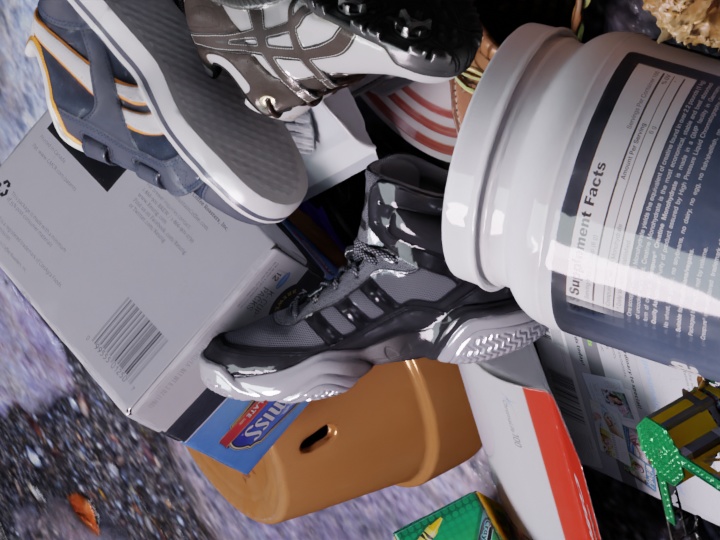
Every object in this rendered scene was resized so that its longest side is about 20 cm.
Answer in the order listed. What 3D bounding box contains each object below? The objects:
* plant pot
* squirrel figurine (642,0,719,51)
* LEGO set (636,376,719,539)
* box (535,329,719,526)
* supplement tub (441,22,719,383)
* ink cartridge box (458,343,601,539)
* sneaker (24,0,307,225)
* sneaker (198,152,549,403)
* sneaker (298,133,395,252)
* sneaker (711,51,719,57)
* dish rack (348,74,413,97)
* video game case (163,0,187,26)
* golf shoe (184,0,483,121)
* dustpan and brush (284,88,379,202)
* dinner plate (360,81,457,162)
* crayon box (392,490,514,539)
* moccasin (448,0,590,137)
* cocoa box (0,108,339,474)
[{"bbox_3d":[-0.035,0.066,1.826,0.200,0.140,0.201,43,150,32],"label":"plant pot"},{"bbox_3d":[0.147,-0.193,1.245,0.186,0.142,0.200,18,148,41],"label":"squirrel figurine"},{"bbox_3d":[0.231,0.133,1.437,0.154,0.116,0.201,23,137,59],"label":"LEGO set"},{"bbox_3d":[0.169,0.059,1.554,0.200,0.041,0.156,23,138,53],"label":"box"},{"bbox_3d":[0.151,-0.026,1.304,0.199,0.141,0.141,18,139,20],"label":"supplement tub"},{"bbox_3d":[0.098,0.115,1.634,0.200,0.057,0.163,-100,-6,-56],"label":"ink cartridge box"},{"bbox_3d":[-0.106,-0.083,1.546,0.200,0.078,0.080,51,122,26],"label":"sneaker"},{"bbox_3d":[0.000,0.000,1.571,0.076,0.199,0.114,-74,-29,-72],"label":"sneaker"},{"bbox_3d":[-0.015,-0.064,1.700,0.200,0.070,0.100,43,170,13],"label":"sneaker"},{"bbox_3d":[0.140,-0.060,1.450,0.200,0.067,0.090,-12,107,58],"label":"sneaker"},{"bbox_3d":[-0.011,-0.176,1.572,0.172,0.043,0.200,60,156,-4],"label":"dish rack"},{"bbox_3d":[-0.102,-0.194,1.566,0.181,0.023,0.201,-4,105,41],"label":"video game case"},{"bbox_3d":[-0.014,-0.115,1.463,0.200,0.078,0.095,26,127,43],"label":"golf shoe"},{"bbox_3d":[-0.077,-0.130,1.620,0.139,0.057,0.201,-25,89,63],"label":"dustpan and brush"},{"bbox_3d":[0.027,-0.152,1.604,0.200,0.024,0.201,43,152,30],"label":"dinner plate"},{"bbox_3d":[0.081,0.202,1.743,0.119,0.058,0.200,63,-176,10],"label":"crayon box"},{"bbox_3d":[0.083,-0.122,1.446,0.073,0.078,0.202,15,136,-3],"label":"moccasin"},{"bbox_3d":[-0.111,-0.002,1.704,0.200,0.133,0.131,45,-174,35],"label":"cocoa box"}]
